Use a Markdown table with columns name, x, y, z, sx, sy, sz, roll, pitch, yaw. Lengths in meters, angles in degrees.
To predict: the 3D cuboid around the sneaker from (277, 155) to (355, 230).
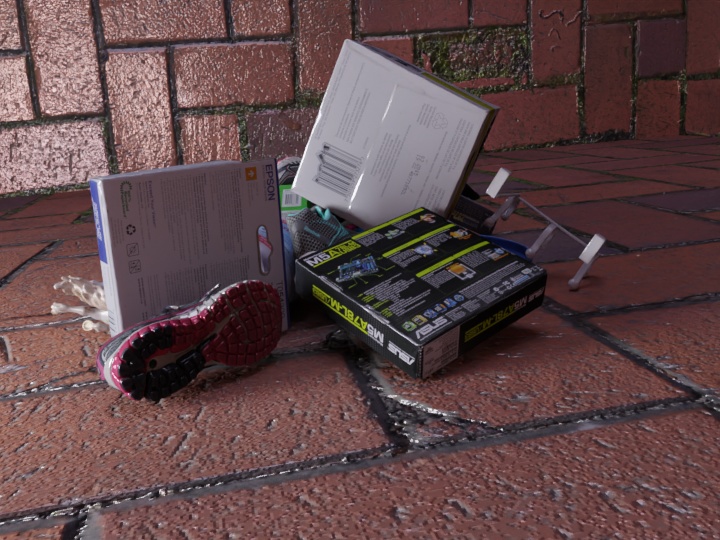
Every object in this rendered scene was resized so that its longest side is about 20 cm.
| name | x | y | z | sx | sy | sz | roll | pitch | yaw |
| --- | --- | --- | --- | --- | --- | --- | --- | --- | --- |
| sneaker | -0.071 | -0.113 | 1.128 | 0.074 | 0.082 | 0.198 | 41 | 16 | 32 |

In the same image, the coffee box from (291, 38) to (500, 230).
| name | x | y | z | sx | sy | sz | roll | pitch | yaw |
| --- | --- | --- | --- | --- | --- | --- | --- | --- | --- |
| coffee box | 0.054 | -0.165 | 0.991 | 0.197 | 0.203 | 0.198 | 27 | 18 | 8 |

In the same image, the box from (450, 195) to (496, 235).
| name | x | y | z | sx | sy | sz | roll | pitch | yaw |
| --- | --- | --- | --- | --- | --- | --- | --- | --- | --- |
| box | 0.127 | -0.125 | 1.285 | 0.156 | 0.052 | 0.198 | 31 | 10 | 41 |

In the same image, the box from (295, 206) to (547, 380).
| name | x | y | z | sx | sy | sz | roll | pitch | yaw |
| --- | --- | --- | --- | --- | --- | --- | --- | --- | --- |
| box | 0.063 | 0.012 | 0.781 | 0.198 | 0.049 | 0.192 | -25 | 38 | -35 |

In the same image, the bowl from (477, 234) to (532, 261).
| name | x | y | z | sx | sy | sz | roll | pitch | yaw |
| --- | --- | --- | --- | --- | --- | --- | --- | --- | --- |
| bowl | 0.136 | -0.013 | 1.020 | 0.195 | 0.040 | 0.201 | 2 | 14 | 0 |

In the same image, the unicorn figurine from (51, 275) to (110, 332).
| name | x | y | z | sx | sy | sz | roll | pitch | yaw |
| --- | --- | --- | --- | --- | --- | --- | --- | --- | --- |
| unicorn figurine | -0.261 | 0.044 | 0.854 | 0.134 | 0.076 | 0.200 | 6 | 4 | 4 |

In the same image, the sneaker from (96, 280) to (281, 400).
| name | x | y | z | sx | sy | sz | roll | pitch | yaw |
| --- | --- | --- | --- | --- | --- | --- | --- | --- | --- |
| sneaker | -0.159 | 0.058 | 0.719 | 0.197 | 0.083 | 0.074 | -17 | 14 | -42 |

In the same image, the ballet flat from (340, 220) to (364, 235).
| name | x | y | z | sx | sy | sz | roll | pitch | yaw |
| --- | --- | --- | --- | --- | --- | --- | --- | --- | --- |
| ballet flat | 0.019 | -0.052 | 1.146 | 0.068 | 0.071 | 0.198 | 7 | 9 | 42 |

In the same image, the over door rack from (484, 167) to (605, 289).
| name | x | y | z | sx | sy | sz | roll | pitch | yaw |
| --- | --- | --- | --- | --- | --- | --- | --- | --- | --- |
| over door rack | 0.226 | -0.046 | 0.930 | 0.147 | 0.067 | 0.200 | 37 | 7 | 16 |

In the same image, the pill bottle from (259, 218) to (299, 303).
| name | x | y | z | sx | sy | sz | roll | pitch | yaw |
| --- | --- | --- | --- | --- | --- | --- | --- | --- | --- |
| pill bottle | -0.117 | -0.005 | 0.947 | 0.106 | 0.112 | 0.200 | -1 | 13 | 15 |

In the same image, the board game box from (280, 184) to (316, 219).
| name | x | y | z | sx | sy | sz | roll | pitch | yaw |
| --- | --- | --- | --- | --- | --- | --- | --- | --- | --- |
| board game box | -0.127 | -0.060 | 1.111 | 0.149 | 0.041 | 0.201 | -2 | -22 | 9 |

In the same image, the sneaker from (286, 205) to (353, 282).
| name | x | y | z | sx | sy | sz | roll | pitch | yaw |
| --- | --- | --- | --- | --- | --- | --- | --- | --- | --- |
| sneaker | -0.036 | -0.038 | 0.932 | 0.076 | 0.093 | 0.200 | -21 | -5 | 14 |

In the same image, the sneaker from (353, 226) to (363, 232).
| name | x | y | z | sx | sy | sz | roll | pitch | yaw |
| --- | --- | --- | --- | --- | --- | --- | --- | --- | --- |
| sneaker | -0.040 | -0.053 | 1.270 | 0.197 | 0.075 | 0.081 | 4 | -12 | 39 |

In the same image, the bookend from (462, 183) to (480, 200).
| name | x | y | z | sx | sy | sz | roll | pitch | yaw |
| --- | --- | --- | --- | --- | --- | --- | --- | --- | --- |
| bookend | 0.093 | -0.140 | 1.452 | 0.199 | 0.200 | 0.092 | 39 | 7 | -11 |

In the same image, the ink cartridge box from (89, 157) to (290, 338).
| name | x | y | z | sx | sy | sz | roll | pitch | yaw |
| --- | --- | --- | --- | --- | --- | --- | --- | --- | --- |
| ink cartridge box | -0.173 | -0.011 | 0.786 | 0.197 | 0.202 | 0.043 | -13 | 17 | -37 |
